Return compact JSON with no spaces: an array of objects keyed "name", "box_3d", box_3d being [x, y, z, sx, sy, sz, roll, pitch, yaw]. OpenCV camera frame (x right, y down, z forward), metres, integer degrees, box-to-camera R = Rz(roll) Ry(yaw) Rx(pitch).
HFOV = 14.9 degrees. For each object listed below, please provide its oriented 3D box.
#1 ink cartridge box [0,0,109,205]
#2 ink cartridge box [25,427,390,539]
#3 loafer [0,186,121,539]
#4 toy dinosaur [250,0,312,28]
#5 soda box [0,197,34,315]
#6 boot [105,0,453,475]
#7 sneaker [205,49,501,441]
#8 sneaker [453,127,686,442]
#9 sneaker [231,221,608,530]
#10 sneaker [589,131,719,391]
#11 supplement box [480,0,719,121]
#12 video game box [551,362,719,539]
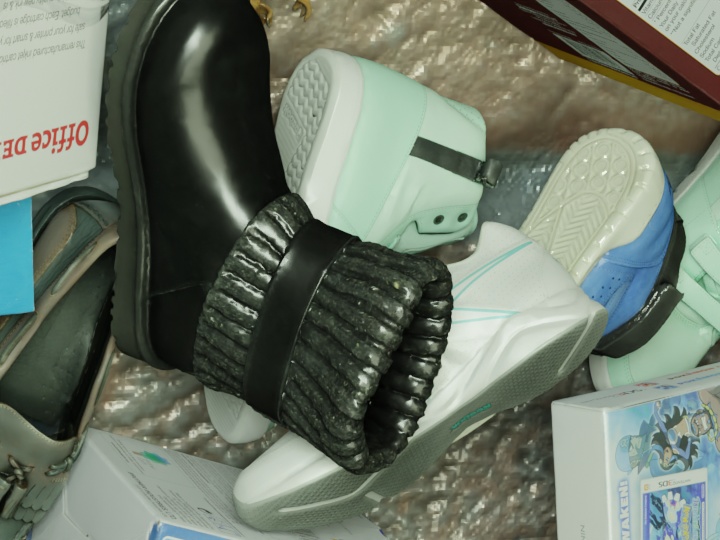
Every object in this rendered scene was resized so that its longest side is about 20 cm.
[{"name":"ink cartridge box","box_3d":[-0.175,-0.136,1.206,0.147,0.083,0.200,-25,124,-66]},{"name":"ink cartridge box","box_3d":[-0.049,0.153,1.363,0.200,0.136,0.076,16,100,-29]},{"name":"loafer","box_3d":[-0.158,0.058,1.323,0.072,0.063,0.200,19,96,-30]},{"name":"toy dinosaur","box_3d":[-0.078,-0.142,1.298,0.200,0.060,0.106,-8,116,-54]},{"name":"soda box","box_3d":[-0.254,-0.008,1.256,0.200,0.064,0.068,-7,109,-24]},{"name":"boot","box_3d":[-0.033,-0.025,1.240,0.079,0.158,0.211,-25,126,-43]},{"name":"sneaker","box_3d":[0.000,0.000,1.370,0.118,0.074,0.200,14,100,-32]},{"name":"sneaker","box_3d":[0.094,0.030,1.410,0.200,0.077,0.111,-51,145,-10]},{"name":"sneaker","box_3d":[0.018,0.053,1.317,0.200,0.080,0.070,-33,159,-10]},{"name":"sneaker","box_3d":[0.204,-0.001,1.452,0.074,0.118,0.200,32,91,-32]},{"name":"supplement box","box_3d":[0.107,-0.187,1.303,0.200,0.197,0.133,33,89,-31]},{"name":"video game box","box_3d":[0.181,0.151,1.431,0.182,0.047,0.200,-11,101,-41]}]
